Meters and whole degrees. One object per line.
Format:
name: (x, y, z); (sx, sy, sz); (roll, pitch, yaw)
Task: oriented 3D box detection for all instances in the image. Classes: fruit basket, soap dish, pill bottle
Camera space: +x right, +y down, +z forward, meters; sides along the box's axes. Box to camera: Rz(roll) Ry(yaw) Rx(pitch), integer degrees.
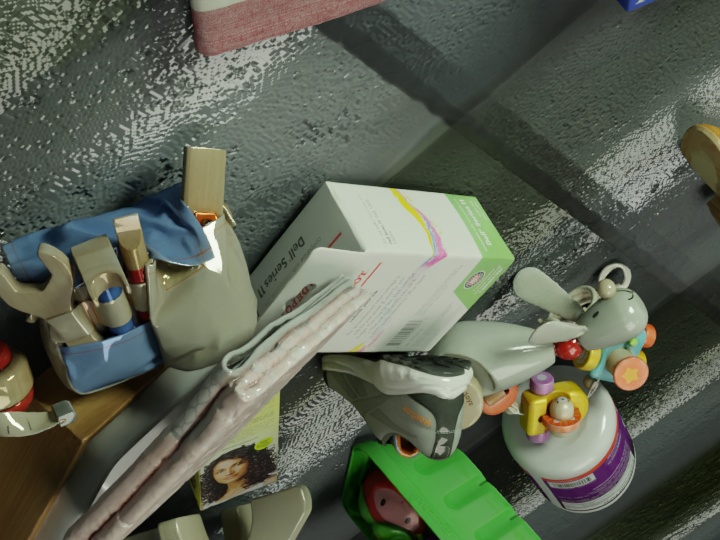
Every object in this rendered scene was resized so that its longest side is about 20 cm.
fruit basket: (0.040, 0.275, 1.351); (0.214, 0.217, 0.156); (-18, 149, -20)
soap dish: (-0.193, 0.123, 0.984); (0.201, 0.081, 0.157); (-56, 174, 37)
pill bottle: (0.216, 0.177, 1.446); (0.112, 0.113, 0.200); (-31, 151, 4)

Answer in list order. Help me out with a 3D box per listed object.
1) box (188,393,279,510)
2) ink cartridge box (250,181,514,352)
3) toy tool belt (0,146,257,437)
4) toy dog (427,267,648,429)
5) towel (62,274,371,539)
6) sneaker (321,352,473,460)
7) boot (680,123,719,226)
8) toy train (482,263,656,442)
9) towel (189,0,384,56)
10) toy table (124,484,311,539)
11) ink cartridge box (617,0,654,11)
box: (-0.105, 0.116, 1.135); (0.075, 0.050, 0.201); (-20, 149, -16)
ink cartridge box: (0.000, 0.000, 1.029); (0.199, 0.068, 0.117); (3, 138, -45)
toy tool belt: (-0.163, 0.003, 0.869); (0.198, 0.125, 0.124); (-21, 122, -17)
toy dog: (0.127, 0.045, 1.190); (0.199, 0.132, 0.097); (-31, 113, -6)
towel: (-0.092, 0.092, 0.906); (0.191, 0.032, 0.200); (-46, 176, 27)
sneaker: (0.020, 0.101, 1.121); (0.073, 0.080, 0.200); (1, -178, -22)
boot: (0.344, -0.109, 1.176); (0.144, 0.071, 0.201); (-39, 153, 4)
toy train: (0.183, 0.089, 1.296); (0.199, 0.056, 0.151); (-33, 127, -1)
towel: (-0.029, -0.204, 0.741); (0.143, 0.023, 0.201); (-20, 147, -13)
toy table: (-0.117, 0.267, 1.248); (0.182, 0.118, 0.200); (-16, 170, 3)
ink cartridge box: (0.246, -0.242, 0.897); (0.198, 0.044, 0.094); (-24, 148, -10)
